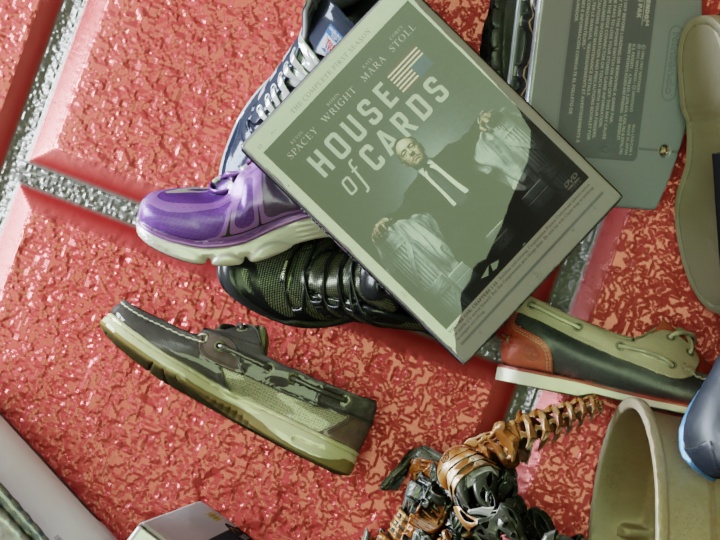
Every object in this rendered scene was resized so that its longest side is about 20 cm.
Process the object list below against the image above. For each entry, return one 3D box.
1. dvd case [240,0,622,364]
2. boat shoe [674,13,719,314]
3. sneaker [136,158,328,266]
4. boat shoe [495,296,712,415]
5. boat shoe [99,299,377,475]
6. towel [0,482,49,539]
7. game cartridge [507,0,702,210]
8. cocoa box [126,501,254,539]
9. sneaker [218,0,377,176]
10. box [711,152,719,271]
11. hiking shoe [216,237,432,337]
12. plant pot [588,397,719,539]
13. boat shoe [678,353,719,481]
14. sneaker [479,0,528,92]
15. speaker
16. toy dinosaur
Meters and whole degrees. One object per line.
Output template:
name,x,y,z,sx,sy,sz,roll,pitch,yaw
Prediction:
dvd case,0.045,-0.063,1.260,0.200,0.025,0.150,44,88,-3
boat shoe,0.254,-0.072,1.318,0.062,0.073,0.201,-10,103,-31
sneaker,-0.054,-0.062,1.309,0.199,0.081,0.084,-12,117,3
boat shoe,0.190,0.062,1.322,0.199,0.071,0.063,11,85,11
boat shoe,-0.081,0.068,1.353,0.200,0.072,0.066,30,80,7
towel,-0.295,0.180,1.330,0.200,0.035,0.193,46,135,8
game cartridge,0.163,-0.142,1.312,0.133,0.040,0.201,4,98,-24
cocoa box,-0.107,0.244,1.276,0.131,0.200,0.134,35,91,6
sneaker,-0.033,-0.124,1.333,0.070,0.108,0.200,39,94,5
box,0.334,-0.015,1.262,0.199,0.079,0.142,-5,92,-16
hiking shoe,0.000,0.000,1.324,0.199,0.101,0.076,7,77,4
plant pot,0.253,0.188,1.258,0.182,0.200,0.202,5,87,-5
boat shoe,0.264,0.039,1.169,0.084,0.069,0.201,26,81,-15
sneaker,0.127,-0.179,1.340,0.090,0.076,0.201,4,91,-3
speaker,-0.261,0.142,1.359,0.081,0.081,0.200,-44,83,2
toy dinosaur,0.081,0.159,1.310,0.136,0.102,0.200,52,127,24
